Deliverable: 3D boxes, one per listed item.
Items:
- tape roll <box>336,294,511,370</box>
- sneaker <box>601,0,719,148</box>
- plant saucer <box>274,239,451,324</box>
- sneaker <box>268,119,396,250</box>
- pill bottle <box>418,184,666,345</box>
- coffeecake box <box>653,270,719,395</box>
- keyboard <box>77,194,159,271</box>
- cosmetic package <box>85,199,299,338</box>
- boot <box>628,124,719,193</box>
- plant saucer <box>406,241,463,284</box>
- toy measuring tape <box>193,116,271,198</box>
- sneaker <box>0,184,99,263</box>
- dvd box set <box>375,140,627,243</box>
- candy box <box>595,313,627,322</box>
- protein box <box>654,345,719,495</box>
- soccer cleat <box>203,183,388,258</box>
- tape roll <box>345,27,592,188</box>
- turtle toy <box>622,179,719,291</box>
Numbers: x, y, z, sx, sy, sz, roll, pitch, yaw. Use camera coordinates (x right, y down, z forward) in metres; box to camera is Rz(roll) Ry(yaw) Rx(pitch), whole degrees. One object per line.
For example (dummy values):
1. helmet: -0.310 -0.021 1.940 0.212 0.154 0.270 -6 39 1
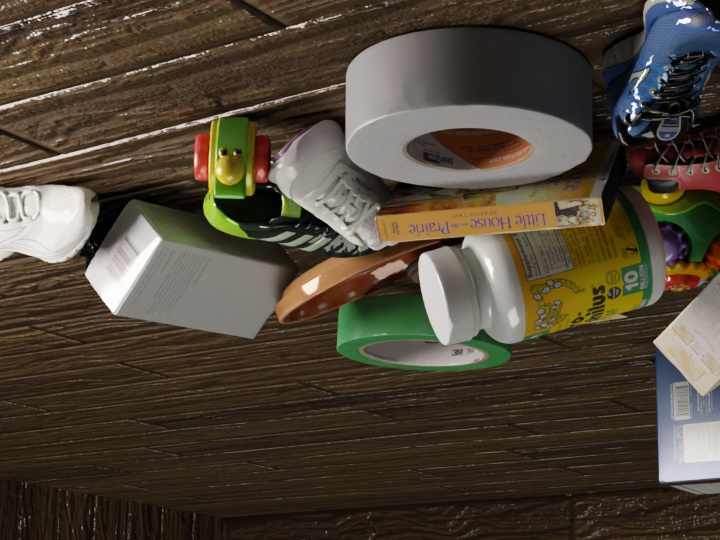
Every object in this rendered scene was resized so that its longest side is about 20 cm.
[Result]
1. tape roll: 0.074 0.073 1.881 0.200 0.048 0.200 2 165 1
2. sneaker: 0.234 -0.143 1.208 0.078 0.090 0.200 2 164 -9
3. plant saucer: 0.000 0.000 1.729 0.200 0.032 0.200 -25 173 -3
4. sneaker: -0.011 -0.072 1.456 0.075 0.100 0.200 -47 158 9
5. pill bottle: 0.158 0.000 1.451 0.199 0.113 0.113 -15 167 -11
6. coffeecake box: 0.385 0.007 1.515 0.153 0.073 0.200 -26 159 -45
7. keyboard: -0.256 -0.043 1.740 0.104 0.040 0.200 -22 164 -6
8. cosmetic package: -0.171 0.001 1.695 0.200 0.074 0.102 14 118 -49
9. boot: 0.307 -0.102 1.396 0.144 0.073 0.200 3 168 -1
10. plant saucer: 0.148 -0.008 1.746 0.199 0.030 0.200 -10 169 -2
11. toy measuring tape: -0.112 -0.104 1.467 0.073 0.074 0.200 1 -173 -2
12. sneaker: -0.345 -0.050 1.626 0.199 0.075 0.087 -9 157 31
13. dvd box set: 0.126 -0.070 1.444 0.199 0.030 0.146 -4 -157 20
14. candy box: 0.197 0.032 1.911 0.199 0.056 0.115 -12 160 38
15. protein box: 0.511 0.187 2.181 0.199 0.199 0.135 -10 162 34
16. soccer cleat: -0.053 -0.052 1.596 0.199 0.068 0.081 6 173 -5
17. tape roll: 0.087 -0.127 1.324 0.199 0.066 0.200 2 164 0
18. turtle toy: 0.283 -0.034 1.577 0.199 0.102 0.146 5 164 -13
